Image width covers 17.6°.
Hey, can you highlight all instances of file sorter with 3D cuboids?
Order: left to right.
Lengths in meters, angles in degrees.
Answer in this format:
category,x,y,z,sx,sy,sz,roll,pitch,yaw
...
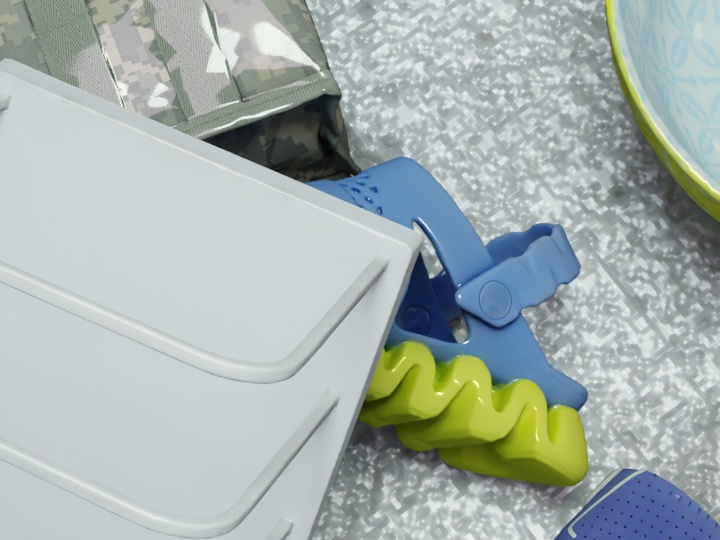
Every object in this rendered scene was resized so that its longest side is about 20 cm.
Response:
category,x,y,z,sx,sy,sz,roll,pitch,yaw
file sorter,-0.091,0.068,0.670,0.138,0.125,0.201,23,113,8

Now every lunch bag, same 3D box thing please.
category,x,y,z,sx,sy,sz,roll,pitch,yaw
lunch bag,-0.121,-0.083,0.812,0.199,0.118,0.165,-20,73,0

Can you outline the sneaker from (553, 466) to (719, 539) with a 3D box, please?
category,x,y,z,sx,sy,sz,roll,pitch,yaw
sneaker,0.060,0.153,0.731,0.080,0.115,0.200,34,75,10

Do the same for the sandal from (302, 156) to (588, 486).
category,x,y,z,sx,sy,sz,roll,pitch,yaw
sandal,0.000,0.000,0.771,0.200,0.079,0.087,27,73,-30

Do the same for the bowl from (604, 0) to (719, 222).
category,x,y,z,sx,sy,sz,roll,pitch,yaw
bowl,0.180,-0.078,0.810,0.199,0.108,0.201,0,73,0
